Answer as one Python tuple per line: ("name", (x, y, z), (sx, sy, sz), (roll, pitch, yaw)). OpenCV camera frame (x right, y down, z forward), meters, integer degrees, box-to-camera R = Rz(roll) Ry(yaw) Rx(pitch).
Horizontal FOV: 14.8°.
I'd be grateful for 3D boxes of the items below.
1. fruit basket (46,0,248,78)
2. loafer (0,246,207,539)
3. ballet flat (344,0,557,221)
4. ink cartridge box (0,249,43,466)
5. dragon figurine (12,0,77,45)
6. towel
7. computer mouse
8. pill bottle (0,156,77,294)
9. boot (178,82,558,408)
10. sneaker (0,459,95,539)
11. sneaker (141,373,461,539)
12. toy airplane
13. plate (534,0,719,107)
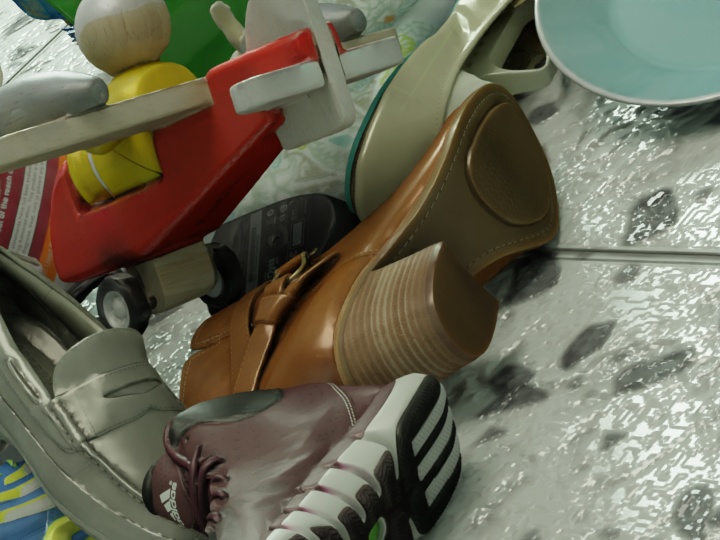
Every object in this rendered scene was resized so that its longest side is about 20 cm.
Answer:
("fruit basket", (-0.073, -0.192, 1.396), (0.215, 0.216, 0.155), (-37, 27, -7))
("loafer", (-0.113, 0.059, 1.184), (0.200, 0.070, 0.070), (35, 33, 32))
("ballet flat", (0.056, -0.089, 1.338), (0.069, 0.070, 0.200), (-14, 30, 35))
("ink cartridge box", (-0.250, 0.069, 1.320), (0.199, 0.083, 0.146), (-11, 69, 40))
("dragon figurine", (-0.169, -0.169, 1.655), (0.099, 0.200, 0.059), (31, 86, 32))
("towel", (-0.031, -0.086, 1.448), (0.170, 0.048, 0.200), (-16, 30, 35))
("computer mouse", (-0.080, 0.012, 1.348), (0.199, 0.034, 0.059), (-18, 50, 29))
("pill bottle", (-0.241, -0.039, 1.415), (0.113, 0.199, 0.114), (-166, 90, -72))
("boot", (0.000, 0.000, 1.235), (0.154, 0.074, 0.200), (-25, 20, 32))
("sneaker", (-0.167, 0.110, 1.194), (0.075, 0.105, 0.200), (-12, 33, 38))
("sneaker", (-0.048, 0.109, 1.068), (0.115, 0.076, 0.200), (4, 32, 29))
("toy airplane", (-0.078, -0.079, 1.239), (0.199, 0.142, 0.200), (-34, -15, 0))
("plate", (0.177, -0.146, 1.294), (0.199, 0.026, 0.201), (-19, 43, 19))
